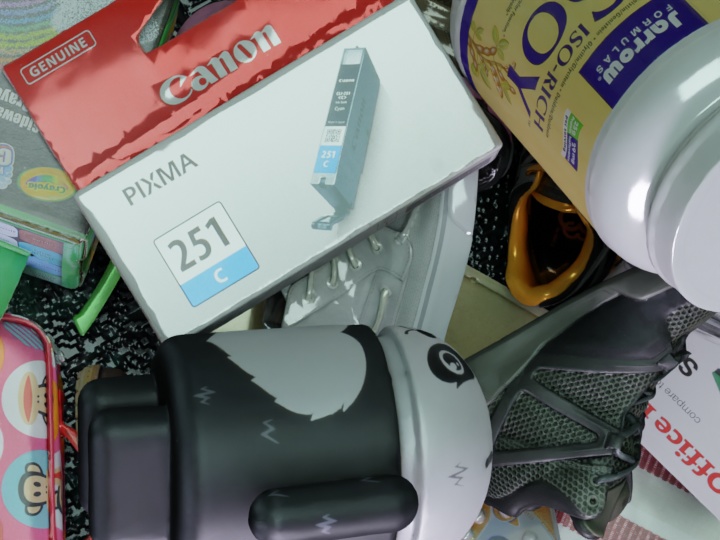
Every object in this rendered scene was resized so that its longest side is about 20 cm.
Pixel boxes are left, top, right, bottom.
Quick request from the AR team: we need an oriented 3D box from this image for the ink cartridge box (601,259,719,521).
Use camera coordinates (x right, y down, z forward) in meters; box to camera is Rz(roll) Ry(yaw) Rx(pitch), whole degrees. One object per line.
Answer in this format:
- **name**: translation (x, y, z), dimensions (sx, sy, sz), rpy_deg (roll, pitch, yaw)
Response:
- **ink cartridge box**: translation (0.218, 0.018, 1.223), dimensions (0.146, 0.084, 0.200), rpy_deg (44, 122, 6)

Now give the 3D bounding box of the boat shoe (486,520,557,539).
- **boat shoe**: translation (0.034, 0.208, 1.245), dimensions (0.200, 0.066, 0.072), rpy_deg (-40, 97, -2)

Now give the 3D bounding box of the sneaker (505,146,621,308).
- **sneaker**: translation (0.123, -0.066, 1.251), dimensions (0.078, 0.077, 0.200), rpy_deg (17, 117, 21)

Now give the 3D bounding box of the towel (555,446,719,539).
- **towel**: translation (0.180, 0.157, 1.302), dimensions (0.144, 0.023, 0.200), rpy_deg (28, 78, 1)

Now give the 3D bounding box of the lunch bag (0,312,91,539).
- **lunch bag**: translation (-0.225, 0.119, 1.232), dimensions (0.176, 0.082, 0.200), rpy_deg (2, 81, -8)

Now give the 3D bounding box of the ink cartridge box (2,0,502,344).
- **ink cartridge box**: translation (-0.058, -0.083, 1.161), dimensions (0.200, 0.045, 0.176), rpy_deg (-32, 85, -4)

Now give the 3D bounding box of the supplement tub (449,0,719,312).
- **supplement tub**: translation (0.147, -0.089, 1.097), dimensions (0.145, 0.145, 0.200), rpy_deg (-28, 49, -10)

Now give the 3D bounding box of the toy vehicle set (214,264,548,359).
- **toy vehicle set**: translation (0.008, 0.040, 1.282), dimensions (0.200, 0.027, 0.124), rpy_deg (29, 83, -9)

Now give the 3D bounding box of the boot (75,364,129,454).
- **boot**: translation (-0.054, 0.128, 1.192), dimensions (0.166, 0.072, 0.200), rpy_deg (-16, 76, -5)

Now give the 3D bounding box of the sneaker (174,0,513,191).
- **sneaker**: translation (-0.012, -0.077, 1.254), dimensions (0.200, 0.095, 0.079), rpy_deg (16, 120, -7)

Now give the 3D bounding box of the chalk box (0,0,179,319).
- **chalk box**: translation (-0.190, -0.069, 1.238), dimensions (0.124, 0.124, 0.200), rpy_deg (21, 76, -4)

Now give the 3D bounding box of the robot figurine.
- **robot figurine**: translation (-0.035, 0.086, 1.107), dimensions (0.200, 0.125, 0.150), rpy_deg (-2, 57, -13)

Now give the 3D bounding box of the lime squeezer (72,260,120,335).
- **lime squeezer**: translation (-0.084, -0.040, 1.294), dimensions (0.200, 0.038, 0.071), rpy_deg (-27, 82, -11)

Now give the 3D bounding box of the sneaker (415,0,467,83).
- **sneaker**: translation (0.035, -0.123, 1.316), dimensions (0.200, 0.070, 0.076), rpy_deg (26, 104, -3)

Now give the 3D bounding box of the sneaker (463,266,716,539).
- **sneaker**: translation (0.136, 0.063, 1.165), dimensions (0.199, 0.076, 0.114), rpy_deg (-33, 80, 13)

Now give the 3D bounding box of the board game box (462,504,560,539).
- **board game box**: translation (0.014, 0.196, 1.202), dimensions (0.200, 0.026, 0.200), rpy_deg (-12, 68, 6)

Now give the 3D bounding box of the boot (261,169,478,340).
- **boot**: translation (0.000, 0.000, 1.215), dimensions (0.096, 0.074, 0.200), rpy_deg (9, 100, -13)
